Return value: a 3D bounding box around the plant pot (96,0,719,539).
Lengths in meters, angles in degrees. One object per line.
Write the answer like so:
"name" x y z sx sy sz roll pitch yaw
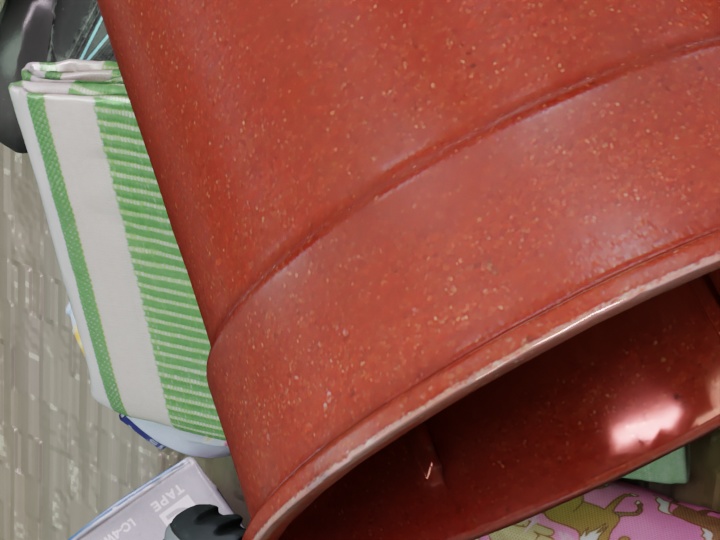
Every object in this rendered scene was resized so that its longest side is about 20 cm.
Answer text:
"plant pot" 0.023 -0.053 0.624 0.201 0.200 0.196 -40 69 43

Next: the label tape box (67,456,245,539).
"label tape box" -0.033 0.175 0.911 0.200 0.066 0.143 51 164 7

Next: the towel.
"towel" 0.000 0.000 0.775 0.198 0.023 0.153 3 131 15

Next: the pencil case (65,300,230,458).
"pencil case" -0.019 -0.021 0.835 0.091 0.083 0.200 38 132 -9

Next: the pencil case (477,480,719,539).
"pencil case" 0.076 0.108 0.818 0.199 0.083 0.087 17 105 33

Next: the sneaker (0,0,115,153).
"sneaker" -0.073 -0.127 0.855 0.079 0.076 0.201 17 120 5

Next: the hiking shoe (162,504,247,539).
"hiking shoe" -0.010 0.164 0.805 0.200 0.087 0.074 45 180 -15
